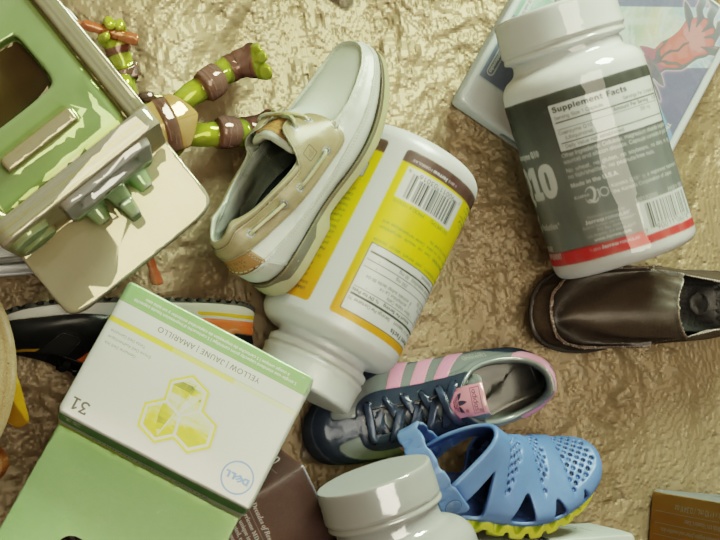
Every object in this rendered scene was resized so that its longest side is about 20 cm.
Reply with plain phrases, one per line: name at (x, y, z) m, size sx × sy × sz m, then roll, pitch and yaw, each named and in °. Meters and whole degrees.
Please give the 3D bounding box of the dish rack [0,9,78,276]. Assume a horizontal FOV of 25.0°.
dish rack at (-0.273, -0.095, 1.152) m, size 0.171 × 0.044 × 0.201 m, roll -4°, pitch 89°, yaw -19°

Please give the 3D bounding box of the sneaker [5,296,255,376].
sneaker at (-0.170, 0.066, 1.163) m, size 0.199 × 0.070 × 0.091 m, roll -1°, pitch 84°, yaw -20°

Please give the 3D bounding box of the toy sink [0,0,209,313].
toy sink at (-0.207, -0.085, 1.069) m, size 0.130 × 0.112 × 0.200 m, roll -38°, pitch 91°, yaw -6°

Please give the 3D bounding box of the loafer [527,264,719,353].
loafer at (0.230, 0.024, 1.296) m, size 0.199 × 0.071 × 0.073 m, roll -6°, pitch 89°, yaw -18°

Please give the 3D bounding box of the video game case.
video game case at (0.195, -0.170, 1.320) m, size 0.182 × 0.023 × 0.201 m, roll 33°, pitch 78°, yaw -14°

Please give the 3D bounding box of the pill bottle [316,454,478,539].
pill bottle at (0.038, 0.234, 1.113) m, size 0.111 × 0.111 × 0.201 m, roll -19°, pitch 94°, yaw -18°

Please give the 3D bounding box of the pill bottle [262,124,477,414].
pill bottle at (0.000, 0.000, 1.202) m, size 0.109 × 0.109 × 0.201 m, roll 30°, pitch 79°, yaw -15°

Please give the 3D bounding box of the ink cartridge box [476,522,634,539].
ink cartridge box at (0.108, 0.272, 1.237) m, size 0.199 × 0.083 × 0.147 m, roll -2°, pitch 88°, yaw -18°

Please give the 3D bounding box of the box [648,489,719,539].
box at (0.291, 0.280, 1.276) m, size 0.097 × 0.124 × 0.201 m, roll 7°, pitch 85°, yaw -17°

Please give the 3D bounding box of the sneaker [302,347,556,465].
sneaker at (0.055, 0.098, 1.229) m, size 0.199 × 0.082 × 0.071 m, roll -17°, pitch 92°, yaw -18°

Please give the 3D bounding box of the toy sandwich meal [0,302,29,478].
toy sandwich meal at (-0.312, 0.076, 1.105) m, size 0.204 × 0.070 × 0.206 m, roll -1°, pitch 85°, yaw 10°

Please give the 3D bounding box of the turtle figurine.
turtle figurine at (-0.135, -0.098, 1.186) m, size 0.161 × 0.064 × 0.201 m, roll -19°, pitch 86°, yaw -25°

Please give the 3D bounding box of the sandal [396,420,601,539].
sandal at (0.093, 0.149, 1.200) m, size 0.199 × 0.080 × 0.087 m, roll -6°, pitch 129°, yaw -24°

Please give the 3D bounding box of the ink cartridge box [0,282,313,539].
ink cartridge box at (-0.139, 0.129, 1.083) m, size 0.145 × 0.048 × 0.201 m, roll 28°, pitch 68°, yaw -2°

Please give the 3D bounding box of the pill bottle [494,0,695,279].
pill bottle at (0.175, -0.104, 1.241) m, size 0.113 × 0.114 × 0.201 m, roll -18°, pitch 93°, yaw -18°

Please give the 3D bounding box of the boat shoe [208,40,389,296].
boat shoe at (-0.043, -0.085, 1.164) m, size 0.068 × 0.075 × 0.201 m, roll 35°, pitch 70°, yaw -38°

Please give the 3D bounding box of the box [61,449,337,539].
box at (-0.128, 0.200, 1.148) m, size 0.199 × 0.100 × 0.075 m, roll -27°, pitch 109°, yaw -18°
